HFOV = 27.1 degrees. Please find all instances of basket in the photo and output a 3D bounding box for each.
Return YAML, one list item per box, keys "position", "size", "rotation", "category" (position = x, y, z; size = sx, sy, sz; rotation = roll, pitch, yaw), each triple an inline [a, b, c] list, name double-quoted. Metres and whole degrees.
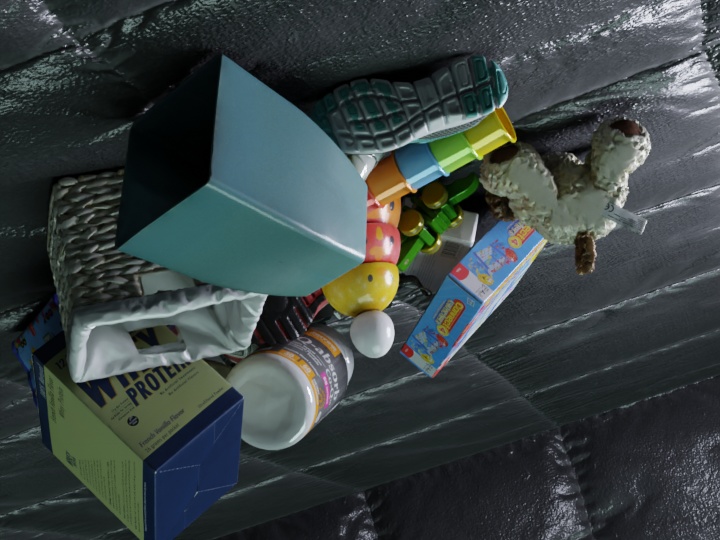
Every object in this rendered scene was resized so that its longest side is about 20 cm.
- position: [-0.215, 0.001, 1.534]
  size: [0.196, 0.162, 0.200]
  rotation: [-11, 161, -16]
  category: "basket"

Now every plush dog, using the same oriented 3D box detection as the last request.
- position: [0.239, -0.086, 1.734]
  size: [0.198, 0.162, 0.172]
  rotation: [-14, -171, 0]
  category: "plush dog"

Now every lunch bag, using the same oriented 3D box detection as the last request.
- position: [-0.303, 0.078, 1.840]
  size: [0.199, 0.095, 0.150]
  rotation: [-15, 164, -40]
  category: "lunch bag"

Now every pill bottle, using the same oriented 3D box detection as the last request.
- position: [-0.081, 0.133, 1.798]
  size: [0.116, 0.117, 0.200]
  rotation: [-23, -175, 21]
  category: "pill bottle"

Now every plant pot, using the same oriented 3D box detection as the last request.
- position: [-0.096, -0.067, 1.354]
  size: [0.199, 0.142, 0.141]
  rotation: [27, 140, -34]
  category: "plant pot"

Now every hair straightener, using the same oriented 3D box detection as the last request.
- position: [-0.010, 0.043, 1.827]
  size: [0.198, 0.077, 0.041]
  rotation: [-6, 120, 13]
  category: "hair straightener"

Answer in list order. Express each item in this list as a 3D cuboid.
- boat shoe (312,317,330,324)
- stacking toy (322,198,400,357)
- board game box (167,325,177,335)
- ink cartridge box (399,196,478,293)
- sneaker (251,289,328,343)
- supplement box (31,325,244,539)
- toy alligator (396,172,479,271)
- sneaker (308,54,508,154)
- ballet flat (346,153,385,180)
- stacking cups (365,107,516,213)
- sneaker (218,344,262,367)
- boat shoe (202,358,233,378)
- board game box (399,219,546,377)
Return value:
- position: [-0.066, 0.043, 1.946]
  size: [0.066, 0.075, 0.199]
  rotation: [-15, 159, -46]
  category: "boat shoe"
- position: [0.000, 0.000, 1.651]
  size: [0.145, 0.202, 0.146]
  rotation: [-15, 163, -4]
  category: "stacking toy"
- position: [-0.157, 0.028, 1.813]
  size: [0.200, 0.032, 0.120]
  rotation: [-35, -176, 45]
  category: "board game box"
- position: [0.043, -0.035, 1.849]
  size: [0.175, 0.045, 0.200]
  rotation: [12, 160, -2]
  category: "ink cartridge box"
- position: [-0.078, 0.031, 1.793]
  size: [0.199, 0.074, 0.087]
  rotation: [-30, -169, -22]
  category: "sneaker"
- position: [-0.249, 0.169, 1.674]
  size: [0.134, 0.199, 0.201]
  rotation: [-39, 157, -30]
  category: "supplement box"
- position: [0.057, -0.044, 1.726]
  size: [0.200, 0.054, 0.059]
  rotation: [-49, 140, -1]
  category: "toy alligator"
- position: [0.044, -0.147, 1.459]
  size: [0.198, 0.078, 0.091]
  rotation: [-11, 166, -9]
  category: "sneaker"
- position: [-0.035, -0.113, 1.490]
  size: [0.069, 0.072, 0.199]
  rotation: [-30, 158, 35]
  category: "ballet flat"
- position: [0.065, -0.109, 1.555]
  size: [0.199, 0.061, 0.060]
  rotation: [-31, 159, 16]
  category: "stacking cups"
- position: [-0.166, 0.097, 1.939]
  size: [0.078, 0.083, 0.200]
  rotation: [-31, -175, -12]
  category: "sneaker"
- position: [-0.251, 0.144, 1.889]
  size: [0.198, 0.073, 0.068]
  rotation: [-7, -167, -5]
  category: "boat shoe"
- position: [0.153, 0.014, 1.865]
  size: [0.200, 0.056, 0.196]
  rotation: [-45, 170, -33]
  category: "board game box"
